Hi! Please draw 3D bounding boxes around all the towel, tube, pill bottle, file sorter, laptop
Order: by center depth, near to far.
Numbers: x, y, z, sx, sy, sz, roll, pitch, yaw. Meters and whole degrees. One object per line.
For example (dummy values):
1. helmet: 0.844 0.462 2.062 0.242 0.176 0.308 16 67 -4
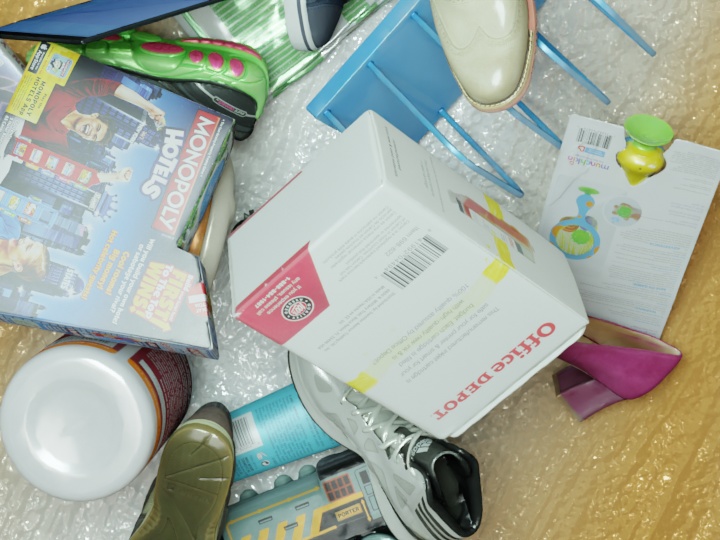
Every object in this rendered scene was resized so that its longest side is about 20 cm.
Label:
1. laptop: -0.160 -0.239 1.179 0.103 0.177 0.201 20 87 -36
2. file sorter: 0.092 -0.135 1.196 0.200 0.139 0.123 -47 63 11
3. pill bottle: -0.188 0.092 1.252 0.113 0.200 0.113 1 99 6
4. towel: -0.053 -0.237 1.275 0.200 0.023 0.153 -40 92 11
5. tube: -0.034 0.113 1.320 0.200 0.050 0.078 -22 100 5

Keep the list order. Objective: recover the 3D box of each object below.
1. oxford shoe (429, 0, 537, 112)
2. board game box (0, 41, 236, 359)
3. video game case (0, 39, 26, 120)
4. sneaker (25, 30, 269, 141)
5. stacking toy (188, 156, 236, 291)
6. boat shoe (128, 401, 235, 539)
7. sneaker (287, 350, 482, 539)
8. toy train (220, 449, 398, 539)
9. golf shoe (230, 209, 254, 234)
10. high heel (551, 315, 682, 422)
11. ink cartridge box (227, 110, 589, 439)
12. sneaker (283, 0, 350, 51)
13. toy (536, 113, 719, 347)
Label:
1. oxford shoe: 0.066 -0.203 1.103 0.071 0.074 0.201 -16 76 22
2. board game box: -0.169 -0.027 1.157 0.199 0.062 0.200 24 82 3
3. video game case: -0.314 -0.072 1.311 0.200 0.023 0.182 -36 103 13
4. sneaker: -0.167 -0.139 1.272 0.199 0.077 0.084 13 118 18
5. stacking toy: -0.202 -0.043 1.235 0.199 0.146 0.146 14 101 -16
6. boat shoe: -0.134 0.189 1.285 0.072 0.066 0.201 22 119 5
7. sneaker: 0.030 0.111 1.226 0.076 0.115 0.201 -35 94 -26
8. toy train: -0.038 0.212 1.321 0.200 0.085 0.114 -22 84 11
9. golf shoe: 0.000 0.000 1.291 0.199 0.078 0.095 0 117 8
10. high heel: 0.154 0.028 1.251 0.096 0.068 0.200 -33 126 18
11. ink cartridge box: 0.032 0.009 1.127 0.200 0.084 0.145 34 118 -31
12. sneaker: -0.009 -0.258 1.218 0.079 0.078 0.201 7 96 11
13. toy: 0.192 -0.036 1.247 0.115 0.047 0.200 14 136 3
